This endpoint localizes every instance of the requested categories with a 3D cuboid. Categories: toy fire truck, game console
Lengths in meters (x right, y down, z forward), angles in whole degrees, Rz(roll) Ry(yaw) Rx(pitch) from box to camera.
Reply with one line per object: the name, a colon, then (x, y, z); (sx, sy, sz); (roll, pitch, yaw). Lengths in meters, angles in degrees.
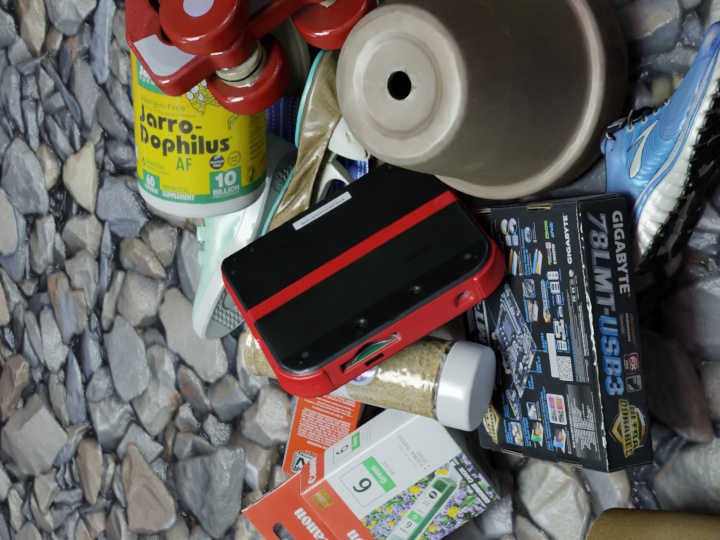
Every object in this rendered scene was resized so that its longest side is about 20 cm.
toy fire truck: (-0.093, -0.228, 1.201); (0.199, 0.112, 0.168); (-36, 59, 2)
game console: (0.000, 0.000, 1.263); (0.177, 0.199, 0.031); (55, 174, 48)

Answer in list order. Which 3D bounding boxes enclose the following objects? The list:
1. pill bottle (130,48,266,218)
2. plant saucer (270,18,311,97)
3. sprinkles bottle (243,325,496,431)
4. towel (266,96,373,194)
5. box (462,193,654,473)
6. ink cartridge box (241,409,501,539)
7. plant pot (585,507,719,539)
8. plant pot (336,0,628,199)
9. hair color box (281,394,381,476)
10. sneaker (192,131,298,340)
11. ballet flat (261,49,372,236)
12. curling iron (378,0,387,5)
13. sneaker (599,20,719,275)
pill bottle: (-0.135, -0.156, 1.329); (0.112, 0.112, 0.202); (26, 127, 37)
plant saucer: (-0.115, -0.235, 1.407); (0.200, 0.029, 0.201); (46, 159, 22)
sprinkles bottle: (0.007, 0.073, 1.279); (0.198, 0.068, 0.069); (12, 107, 21)
towel: (-0.064, -0.087, 1.465); (0.199, 0.024, 0.146); (15, 107, 41)
box: (0.144, 0.046, 1.234); (0.198, 0.049, 0.202); (178, 84, -67)
ink cartridge box: (0.007, 0.197, 1.345); (0.199, 0.050, 0.109); (-35, 109, 12)
plant pot: (0.277, 0.255, 1.122); (0.198, 0.186, 0.188); (-9, 92, 31)
plant pot: (0.076, -0.143, 1.186); (0.199, 0.174, 0.202); (8, 104, 33)
hair color box: (-0.009, 0.077, 1.384); (0.061, 0.102, 0.202); (18, 113, 11)
sneaker: (-0.132, -0.044, 1.473); (0.118, 0.073, 0.202); (30, 106, 31)
ballet flat: (-0.028, -0.091, 1.381); (0.072, 0.068, 0.202); (27, 115, 17)
curling iron: (0.034, -0.221, 1.345); (0.049, 0.025, 0.202); (8, 104, 37)
sneaker: (0.218, -0.097, 1.160); (0.089, 0.078, 0.201); (41, 123, 27)
